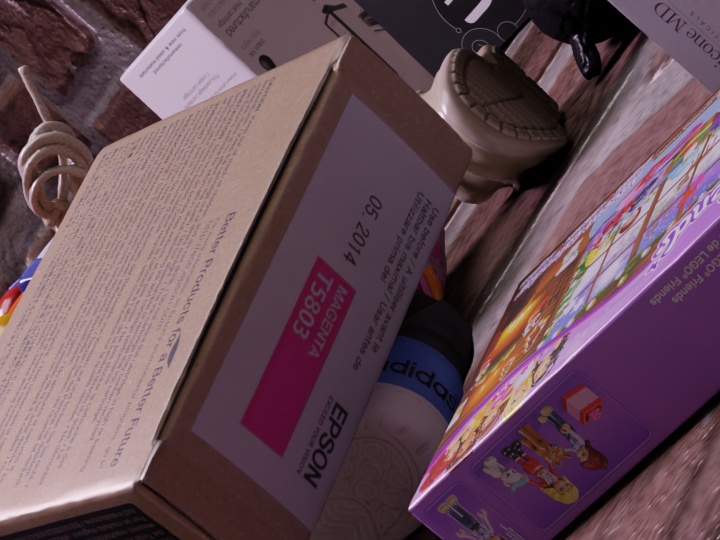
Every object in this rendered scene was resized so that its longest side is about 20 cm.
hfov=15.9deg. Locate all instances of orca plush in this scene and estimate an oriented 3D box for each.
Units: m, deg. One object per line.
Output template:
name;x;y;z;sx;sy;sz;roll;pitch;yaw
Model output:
orca plush;0.133;-0.138;1.355;0.105;0.072;0.200;-5;-3;-17

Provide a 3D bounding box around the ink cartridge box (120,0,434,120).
ink cartridge box;-0.037;-0.112;1.690;0.084;0.200;0.146;-42;9;37

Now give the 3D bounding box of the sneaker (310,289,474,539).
sneaker;-0.031;0.081;0.995;0.200;0.077;0.111;-41;16;34

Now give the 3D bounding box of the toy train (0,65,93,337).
toy train;-0.134;0.030;1.037;0.084;0.201;0.116;-11;17;35

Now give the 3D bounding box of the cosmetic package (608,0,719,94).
cosmetic package;0.112;-0.162;0.843;0.151;0.200;0.052;-45;7;37

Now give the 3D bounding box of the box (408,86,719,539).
box;0.103;-0.011;0.754;0.200;0.039;0.137;-46;8;34

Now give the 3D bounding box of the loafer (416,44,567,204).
loafer;0.061;-0.068;1.318;0.068;0.076;0.200;-50;-4;12

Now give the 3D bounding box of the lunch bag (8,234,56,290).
lunch bag;-0.112;0.041;1.428;0.124;0.170;0.200;-50;4;-35

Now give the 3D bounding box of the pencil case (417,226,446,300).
pencil case;0.000;0.000;1.236;0.088;0.087;0.200;-49;9;12

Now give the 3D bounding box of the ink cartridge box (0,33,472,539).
ink cartridge box;-0.064;0.029;0.939;0.164;0.075;0.201;-17;39;48

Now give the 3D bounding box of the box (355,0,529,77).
box;0.066;-0.240;1.961;0.200;0.148;0.124;-45;9;36
